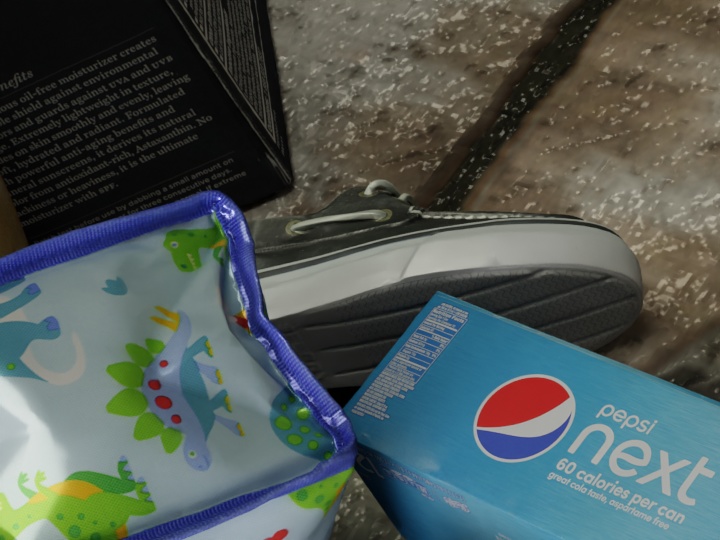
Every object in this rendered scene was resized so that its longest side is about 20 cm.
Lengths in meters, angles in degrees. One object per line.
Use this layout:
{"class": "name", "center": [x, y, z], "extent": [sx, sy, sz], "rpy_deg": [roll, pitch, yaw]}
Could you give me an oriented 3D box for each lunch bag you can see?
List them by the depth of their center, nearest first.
{"class": "lunch bag", "center": [-0.112, 0.088, 0.704], "extent": [0.200, 0.170, 0.128], "rpy_deg": [-18, 62, -19]}

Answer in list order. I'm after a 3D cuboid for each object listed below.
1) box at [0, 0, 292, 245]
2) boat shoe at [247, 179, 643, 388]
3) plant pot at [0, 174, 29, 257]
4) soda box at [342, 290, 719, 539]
{"class": "box", "center": [-0.130, -0.141, 0.955], "extent": [0.123, 0.198, 0.200], "rpy_deg": [-22, 43, 11]}
{"class": "boat shoe", "center": [0.000, 0.000, 0.832], "extent": [0.200, 0.072, 0.071], "rpy_deg": [-8, 51, 14]}
{"class": "plant pot", "center": [-0.160, -0.010, 0.843], "extent": [0.027, 0.200, 0.200], "rpy_deg": [-24, 38, -27]}
{"class": "soda box", "center": [0.088, 0.076, 0.725], "extent": [0.200, 0.068, 0.064], "rpy_deg": [23, 65, 42]}
